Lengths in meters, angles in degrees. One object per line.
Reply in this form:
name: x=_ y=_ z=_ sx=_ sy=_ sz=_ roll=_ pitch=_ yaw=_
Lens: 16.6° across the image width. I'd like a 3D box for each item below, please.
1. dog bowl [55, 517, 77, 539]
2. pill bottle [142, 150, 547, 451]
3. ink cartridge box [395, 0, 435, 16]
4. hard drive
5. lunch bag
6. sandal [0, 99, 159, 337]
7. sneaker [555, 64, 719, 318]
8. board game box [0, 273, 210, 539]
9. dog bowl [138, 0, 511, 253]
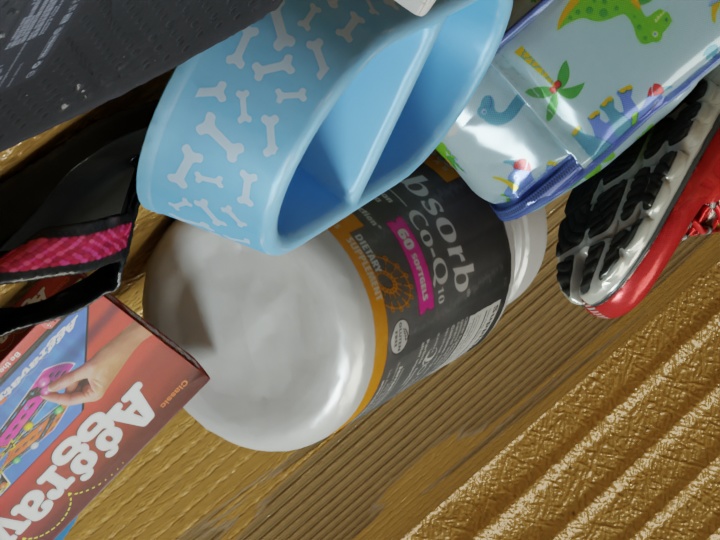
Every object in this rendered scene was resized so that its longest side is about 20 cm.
dog bowl: x=-0.219 y=0.151 z=1.119 sx=0.200 sy=0.050 sz=0.112 roll=-36 pitch=168 yaw=-28
pill bottle: x=0.000 y=0.000 z=1.121 sx=0.116 sy=0.116 sz=0.200 roll=-48 pitch=168 yaw=33
ink cartridge box: x=0.071 y=-0.178 z=0.807 sx=0.200 sy=0.037 sz=0.095 roll=-51 pitch=176 yaw=-30
hard drive: x=-0.068 y=-0.094 z=0.686 sx=0.200 sy=0.042 sz=0.135 roll=-32 pitch=166 yaw=-46
lunch bag: x=0.110 y=-0.117 z=1.059 sx=0.200 sy=0.082 sz=0.161 roll=-42 pitch=-168 yaw=5
sandal: x=-0.123 y=0.002 z=0.867 sx=0.200 sy=0.045 sz=0.075 roll=-35 pitch=166 yaw=-34
sneaker: x=0.156 y=-0.042 z=1.058 sx=0.077 sy=0.085 sz=0.200 roll=-28 pitch=-161 yaw=51
board game box: x=-0.160 y=0.091 z=1.015 sx=0.200 sy=0.019 sz=0.103 roll=-46 pitch=143 yaw=2
dog bowl: x=-0.005 y=-0.070 z=0.896 sx=0.200 sy=0.049 sz=0.112 roll=-35 pitch=155 yaw=-59
